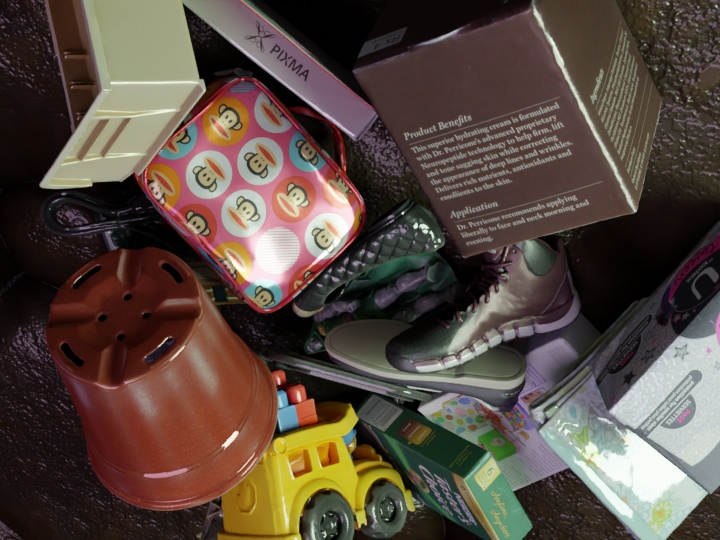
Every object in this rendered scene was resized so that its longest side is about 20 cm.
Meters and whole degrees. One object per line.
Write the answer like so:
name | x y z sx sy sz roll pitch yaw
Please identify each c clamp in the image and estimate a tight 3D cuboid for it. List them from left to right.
c clamp | -0.020 0.106 1.505 0.198 0.027 0.171 15 173 7

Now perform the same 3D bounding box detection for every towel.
towel | 0.275 0.146 1.395 0.171 0.048 0.200 -44 108 -2

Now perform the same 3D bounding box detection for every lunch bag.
lunch bag | -0.093 -0.082 1.351 0.200 0.176 0.082 50 173 -20

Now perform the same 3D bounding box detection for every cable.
cable | -0.214 -0.053 1.438 0.198 0.050 0.098 -14 86 16

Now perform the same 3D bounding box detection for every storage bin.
storage bin | -0.226 -0.198 1.234 0.093 0.202 0.198 -5 162 -31

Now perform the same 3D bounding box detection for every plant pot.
plant pot | -0.196 0.092 1.375 0.199 0.202 0.196 6 147 17

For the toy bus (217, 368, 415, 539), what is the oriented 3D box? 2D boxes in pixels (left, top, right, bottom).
toy bus | -0.055 0.195 1.513 0.135 0.199 0.194 -9 90 45

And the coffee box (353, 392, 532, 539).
coffee box | 0.081 0.208 1.521 0.199 0.044 0.123 23 150 49

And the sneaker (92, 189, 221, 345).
sneaker | -0.232 0.007 1.522 0.086 0.078 0.201 -9 123 36

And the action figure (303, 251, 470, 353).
action figure | 0.015 0.044 1.474 0.199 0.055 0.118 -26 115 38

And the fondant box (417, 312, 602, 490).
fondant box | 0.179 0.135 1.483 0.199 0.058 0.144 -31 113 37

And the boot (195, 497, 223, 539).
boot | -0.140 0.247 1.568 0.071 0.155 0.201 4 131 17

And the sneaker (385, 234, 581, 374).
sneaker | 0.108 0.015 1.364 0.199 0.076 0.116 -19 116 -16

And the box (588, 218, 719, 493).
box | 0.317 0.068 1.281 0.132 0.115 0.200 37 104 -13

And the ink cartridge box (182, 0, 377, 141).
ink cartridge box | -0.067 -0.184 1.232 0.200 0.174 0.044 38 100 -12

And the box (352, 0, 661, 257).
box | 0.127 -0.150 1.186 0.165 0.165 0.201 -14 123 31

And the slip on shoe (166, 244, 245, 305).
slip on shoe | -0.159 -0.004 1.450 0.198 0.061 0.076 -2 153 -3

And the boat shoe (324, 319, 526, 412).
boat shoe | 0.061 0.100 1.418 0.198 0.073 0.063 9 133 9

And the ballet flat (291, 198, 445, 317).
ballet flat | 0.000 0.000 1.399 0.057 0.066 0.200 49 131 -5

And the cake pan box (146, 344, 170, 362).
cake pan box | -0.183 0.161 1.651 0.183 0.052 0.201 -12 123 32
